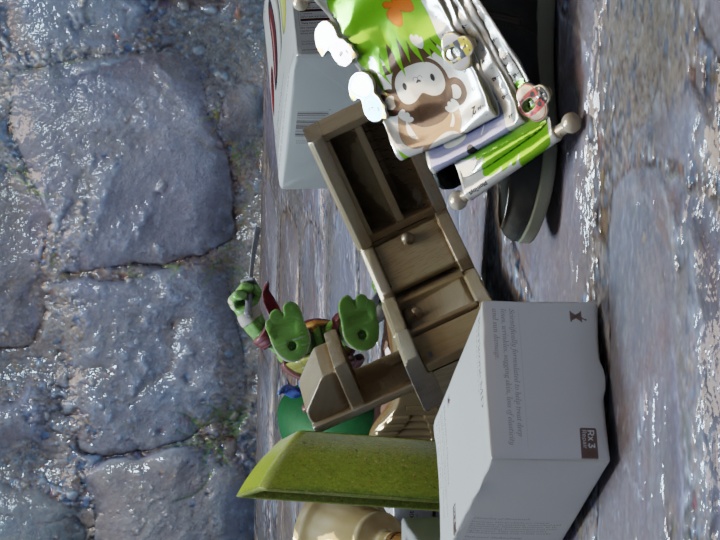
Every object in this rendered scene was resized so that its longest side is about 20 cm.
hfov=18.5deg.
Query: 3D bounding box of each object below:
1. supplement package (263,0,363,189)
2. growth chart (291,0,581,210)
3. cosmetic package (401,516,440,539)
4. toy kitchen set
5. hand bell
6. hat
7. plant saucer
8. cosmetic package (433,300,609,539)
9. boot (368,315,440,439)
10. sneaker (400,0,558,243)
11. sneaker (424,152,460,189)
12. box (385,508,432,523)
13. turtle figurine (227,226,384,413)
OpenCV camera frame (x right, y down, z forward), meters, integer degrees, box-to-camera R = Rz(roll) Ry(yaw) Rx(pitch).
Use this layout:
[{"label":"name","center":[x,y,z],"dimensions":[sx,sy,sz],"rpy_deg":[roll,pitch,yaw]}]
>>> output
[{"label":"supplement package","center":[-0.004,-0.209,1.982],"dimensions":[0.192,0.146,0.201],"rpy_deg":[100,166,-54]},{"label":"growth chart","center":[0.045,-0.138,1.489],"dimensions":[0.200,0.018,0.145],"rpy_deg":[53,130,5]},{"label":"cosmetic package","center":[0.079,0.254,1.654],"dimensions":[0.200,0.071,0.102],"rpy_deg":[-137,46,-79]},{"label":"toy kitchen set","center":[0.000,0.000,1.671],"dimensions":[0.200,0.162,0.181],"rpy_deg":[-112,-3,-68]},{"label":"hand bell","center":[0.034,0.235,1.891],"dimensions":[0.200,0.104,0.105],"rpy_deg":[-8,81,59]},{"label":"hat","center":[-0.068,0.124,2.153],"dimensions":[0.166,0.176,0.200],"rpy_deg":[-55,0,-3]},{"label":"plant saucer","center":[0.013,0.154,1.687],"dimensions":[0.200,0.198,0.048],"rpy_deg":[136,138,-79]},{"label":"cosmetic package","center":[0.102,0.110,1.451],"dimensions":[0.200,0.081,0.113],"rpy_deg":[102,168,-61]},{"label":"boot","center":[0.052,0.078,1.965],"dimensions":[0.167,0.072,0.201],"rpy_deg":[-81,-5,-54]},{"label":"sneaker","center":[0.077,-0.119,1.529],"dimensions":[0.075,0.105,0.201],"rpy_deg":[157,113,-81]},{"label":"sneaker","center":[0.076,-0.147,1.730],"dimensions":[0.201,0.080,0.087],"rpy_deg":[87,165,-47]},{"label":"box","center":[0.035,0.238,2.104],"dimensions":[0.200,0.041,0.157],"rpy_deg":[130,139,-77]},{"label":"turtle figurine","center":[-0.044,0.025,2.049],"dimensions":[0.194,0.143,0.201],"rpy_deg":[173,121,-83]}]
